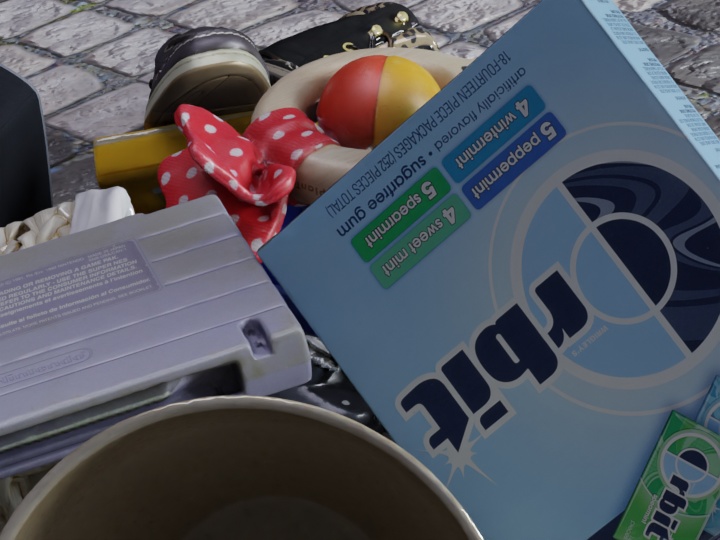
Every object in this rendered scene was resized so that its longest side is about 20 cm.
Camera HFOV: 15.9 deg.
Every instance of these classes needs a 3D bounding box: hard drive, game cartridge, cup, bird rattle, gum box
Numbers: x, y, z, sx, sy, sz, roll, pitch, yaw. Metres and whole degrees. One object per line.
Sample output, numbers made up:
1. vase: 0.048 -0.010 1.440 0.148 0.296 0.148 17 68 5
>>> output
1. hard drive: -0.192 0.009 1.282 0.042 0.201 0.135 9 29 12
2. game cartridge: -0.037 -0.056 1.445 0.199 0.033 0.176 -8 -11 4
3. game cartridge: -0.131 0.035 1.017 0.199 0.039 0.130 -18 27 -11
4. cup: -0.037 0.143 0.981 0.199 0.201 0.143 -8 1 5
5. bird rattle: 0.001 -0.057 1.268 0.199 0.113 0.163 -5 29 15
6. gum box: 0.083 0.019 0.994 0.170 0.200 0.045 -41 -12 20

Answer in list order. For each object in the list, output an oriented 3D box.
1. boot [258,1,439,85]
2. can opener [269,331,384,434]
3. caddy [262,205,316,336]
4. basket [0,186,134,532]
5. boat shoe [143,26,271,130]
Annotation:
1. boot: -0.016 -0.116 1.613 0.150 0.074 0.200 -23 14 -26
2. can opener: -0.061 0.036 1.243 0.200 0.079 0.063 35 24 29
3. caddy: 0.000 0.000 1.328 0.199 0.105 0.141 7 29 33
4. basket: -0.147 0.071 1.140 0.123 0.136 0.200 -14 26 3
5. boat shoe: -0.086 -0.103 1.426 0.072 0.065 0.200 -8 -12 -3
